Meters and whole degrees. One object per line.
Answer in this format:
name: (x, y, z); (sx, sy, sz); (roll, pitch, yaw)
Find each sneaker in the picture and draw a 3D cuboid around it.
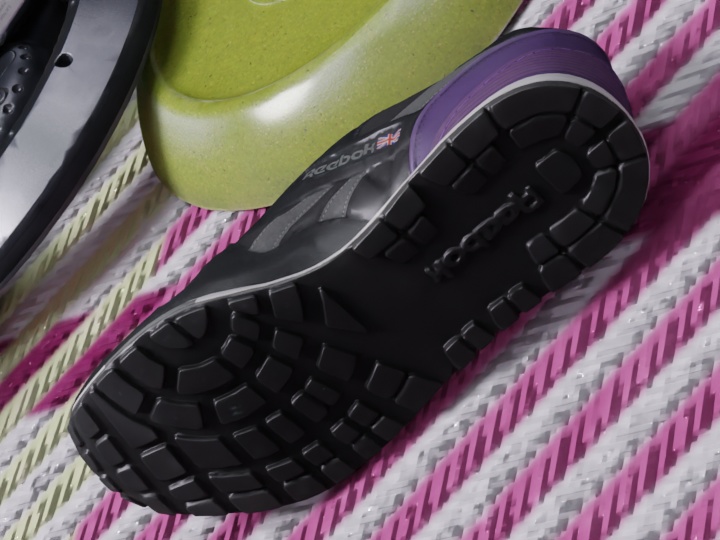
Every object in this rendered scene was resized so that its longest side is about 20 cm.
sneaker: (0.000, 0.000, 0.723); (0.200, 0.076, 0.088); (-33, 22, 14)

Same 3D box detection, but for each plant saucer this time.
plant saucer: (-0.014, -0.112, 0.865); (0.200, 0.031, 0.200); (-29, 38, 26)

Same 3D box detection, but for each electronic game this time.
electronic game: (-0.145, -0.053, 0.931); (0.200, 0.042, 0.200); (-39, 31, 29)

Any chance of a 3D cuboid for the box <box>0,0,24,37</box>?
box: (-0.183, -0.069, 0.923); (0.200, 0.041, 0.039); (-58, 27, -3)
